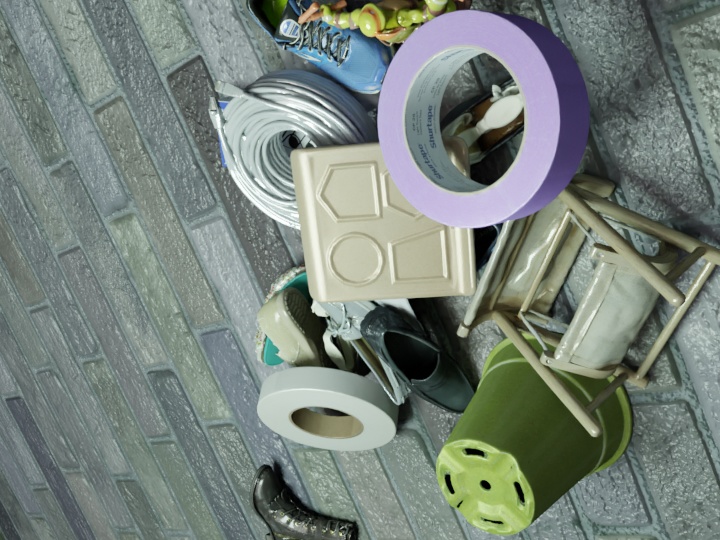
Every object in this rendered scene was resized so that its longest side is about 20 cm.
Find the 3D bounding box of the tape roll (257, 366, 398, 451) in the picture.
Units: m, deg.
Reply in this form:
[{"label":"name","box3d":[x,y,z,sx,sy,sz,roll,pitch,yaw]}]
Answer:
[{"label":"tape roll","box3d":[-0.046,0.198,1.215,0.202,0.037,0.203,6,146,4]}]

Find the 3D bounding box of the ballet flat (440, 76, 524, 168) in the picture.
[{"label":"ballet flat","box3d":[0.133,-0.158,0.936,0.200,0.073,0.073,-29,93,44]}]

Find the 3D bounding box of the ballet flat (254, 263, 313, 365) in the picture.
[{"label":"ballet flat","box3d":[-0.116,0.054,1.255,0.200,0.075,0.064,-64,36,34]}]

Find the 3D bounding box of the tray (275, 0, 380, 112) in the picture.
[{"label":"tray","box3d":[-0.056,-0.267,1.027,0.107,0.022,0.201,-23,87,33]}]

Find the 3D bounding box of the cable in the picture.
[{"label":"cable","box3d":[-0.072,-0.140,1.029,0.199,0.069,0.201,12,132,19]}]

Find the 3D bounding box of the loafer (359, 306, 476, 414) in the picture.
[{"label":"loafer","box3d":[0.078,0.123,1.082,0.200,0.068,0.070,42,-178,-26]}]

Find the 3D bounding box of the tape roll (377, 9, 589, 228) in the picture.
[{"label":"tape roll","box3d":[0.113,-0.144,0.827,0.199,0.066,0.201,10,106,38]}]

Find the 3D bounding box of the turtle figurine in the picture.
[{"label":"turtle figurine","box3d":[0.050,-0.264,0.881,0.199,0.161,0.065,1,114,38]}]

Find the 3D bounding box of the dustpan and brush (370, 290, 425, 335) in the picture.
[{"label":"dustpan and brush","box3d":[0.000,0.000,1.107,0.199,0.057,0.140,24,164,24]}]

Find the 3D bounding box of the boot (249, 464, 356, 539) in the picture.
[{"label":"boot","box3d":[-0.084,0.415,1.429,0.173,0.069,0.201,0,117,33]}]

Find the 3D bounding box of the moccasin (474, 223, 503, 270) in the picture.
[{"label":"moccasin","box3d":[0.111,-0.025,1.022,0.081,0.068,0.200,47,137,6]}]

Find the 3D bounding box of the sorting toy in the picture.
[{"label":"sorting toy","box3d":[0.028,-0.056,0.971,0.199,0.036,0.186,-2,112,12]}]

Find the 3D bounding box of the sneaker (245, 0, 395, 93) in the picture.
[{"label":"sneaker","box3d":[-0.050,-0.257,0.960,0.200,0.089,0.079,34,116,21]}]

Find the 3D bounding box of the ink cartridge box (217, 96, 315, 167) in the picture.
[{"label":"ink cartridge box","box3d":[-0.101,-0.175,1.132,0.199,0.044,0.094,13,119,34]}]

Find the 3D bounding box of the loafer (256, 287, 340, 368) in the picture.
[{"label":"loafer","box3d":[-0.078,0.108,1.218,0.068,0.076,0.200,-12,122,30]}]

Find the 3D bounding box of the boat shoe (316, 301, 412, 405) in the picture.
[{"label":"boat shoe","box3d":[0.009,0.092,1.123,0.202,0.065,0.074,48,159,-26]}]

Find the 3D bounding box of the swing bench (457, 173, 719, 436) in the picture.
[{"label":"swing bench","box3d":[0.235,0.024,0.914,0.200,0.130,0.199,38,132,24]}]

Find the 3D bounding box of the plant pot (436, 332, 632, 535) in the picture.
[{"label":"plant pot","box3d":[0.185,0.201,1.002,0.199,0.190,0.201,19,124,31]}]

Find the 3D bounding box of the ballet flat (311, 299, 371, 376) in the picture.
[{"label":"ballet flat","box3d":[-0.026,0.063,1.181,0.068,0.068,0.201,-1,112,40]}]
